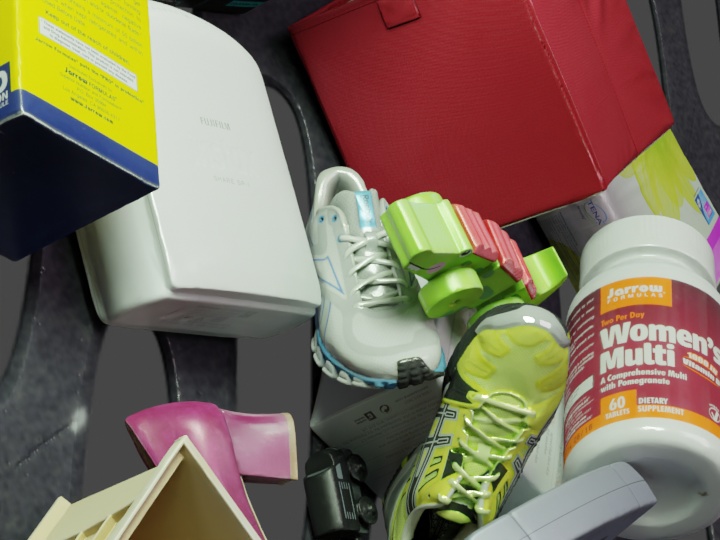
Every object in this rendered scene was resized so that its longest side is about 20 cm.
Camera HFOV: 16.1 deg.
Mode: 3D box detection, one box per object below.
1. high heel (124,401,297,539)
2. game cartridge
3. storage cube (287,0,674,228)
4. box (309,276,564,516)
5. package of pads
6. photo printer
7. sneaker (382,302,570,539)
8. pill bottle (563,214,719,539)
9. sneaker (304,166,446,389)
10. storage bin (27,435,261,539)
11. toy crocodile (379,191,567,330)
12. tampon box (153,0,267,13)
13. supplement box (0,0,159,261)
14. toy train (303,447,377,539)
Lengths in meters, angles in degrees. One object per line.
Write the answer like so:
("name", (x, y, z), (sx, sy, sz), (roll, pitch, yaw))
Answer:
("high heel", (-0.080, 0.171, 1.398), (0.095, 0.067, 0.201), (2, 80, -18))
("game cartridge", (0.090, 0.172, 1.495), (0.042, 0.133, 0.200), (51, 32, 16))
("storage cube", (0.087, -0.133, 1.741), (0.180, 0.199, 0.171), (67, 28, -9))
("box", (0.071, 0.101, 1.635), (0.200, 0.097, 0.125), (47, 33, -28))
("package of pads", (0.219, -0.034, 2.006), (0.155, 0.068, 0.200), (59, 29, -11))
("photo printer", (-0.108, -0.064, 1.493), (0.166, 0.069, 0.201), (10, 61, -56))
("sneaker", (0.073, 0.108, 1.509), (0.075, 0.201, 0.077), (16, 32, -10))
("pill bottle", (0.185, 0.065, 1.637), (0.110, 0.109, 0.201), (44, 34, -33))
("sneaker", (0.000, 0.000, 1.539), (0.200, 0.075, 0.087), (-122, -149, -57))
("storage bin", (-0.101, 0.228, 1.253), (0.200, 0.093, 0.199), (56, 34, -17))
("toy crocodile", (0.068, -0.005, 1.526), (0.200, 0.062, 0.068), (31, 32, -61))
("tampon box", (-0.056, -0.263, 1.595), (0.150, 0.199, 0.127), (-1, 69, -59))
("supplement box", (-0.188, -0.127, 1.371), (0.109, 0.109, 0.201), (30, 44, -46))
("toy train", (0.000, 0.200, 1.509), (0.046, 0.034, 0.201), (13, 58, -52))
